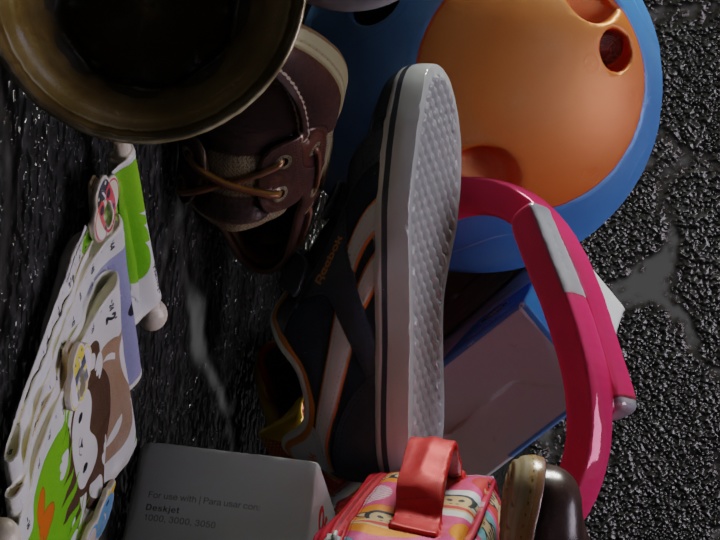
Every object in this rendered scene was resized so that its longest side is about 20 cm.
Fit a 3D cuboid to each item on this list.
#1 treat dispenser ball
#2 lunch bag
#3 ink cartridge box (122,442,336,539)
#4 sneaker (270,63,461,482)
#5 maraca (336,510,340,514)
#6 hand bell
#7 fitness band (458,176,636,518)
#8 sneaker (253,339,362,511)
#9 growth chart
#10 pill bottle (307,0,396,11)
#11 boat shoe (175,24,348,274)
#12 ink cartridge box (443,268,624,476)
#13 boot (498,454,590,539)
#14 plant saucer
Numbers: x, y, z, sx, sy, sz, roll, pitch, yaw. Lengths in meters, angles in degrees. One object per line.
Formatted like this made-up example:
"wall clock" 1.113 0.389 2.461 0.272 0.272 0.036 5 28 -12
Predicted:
"treat dispenser ball" 0.064 -0.099 1.235 0.201 0.200 0.202 5 90 -81
"lunch bag" 0.022 0.160 0.971 0.200 0.082 0.177 -28 121 -79
"ink cartridge box" -0.062 0.193 0.985 0.145 0.084 0.201 77 18 -63
"sneaker" 0.000 0.000 1.083 0.078 0.079 0.201 19 75 -67
"maraca" -0.006 0.187 1.222 0.137 0.107 0.201 113 -18 -51
"hand bell" -0.073 -0.085 0.818 0.200 0.104 0.105 124 -28 -85
"fitness band" 0.057 0.048 1.109 0.037 0.143 0.201 14 51 -47
"sneaker" -0.019 0.052 1.222 0.077 0.073 0.200 48 10 -16
"growth chart" -0.105 0.060 0.855 0.145 0.018 0.201 83 16 -56
"pill bottle" 0.008 -0.209 1.131 0.200 0.104 0.105 -69 162 -61
"boat shoe" -0.046 -0.051 0.998 0.200 0.072 0.072 93 7 -72
"ink cartridge box" 0.085 0.047 1.313 0.068 0.116 0.200 50 20 -5
"boot" 0.142 0.155 0.963 0.072 0.166 0.201 -80 166 -52
"plant saucer" 0.044 0.013 1.372 0.029 0.200 0.200 50 16 -4
